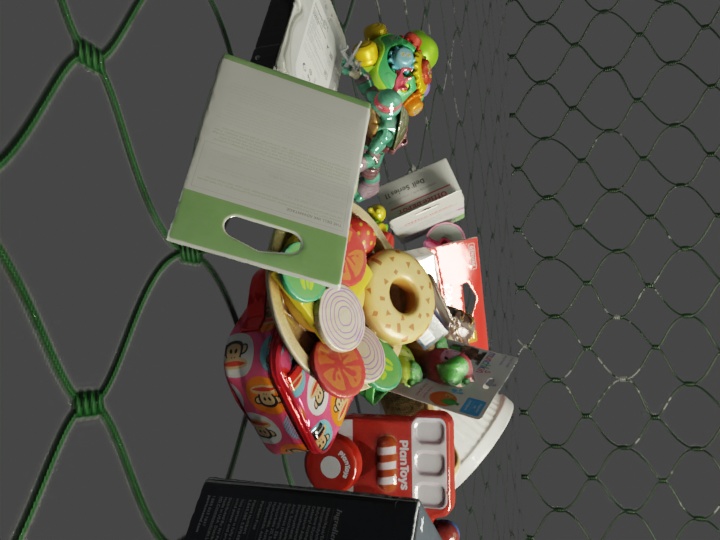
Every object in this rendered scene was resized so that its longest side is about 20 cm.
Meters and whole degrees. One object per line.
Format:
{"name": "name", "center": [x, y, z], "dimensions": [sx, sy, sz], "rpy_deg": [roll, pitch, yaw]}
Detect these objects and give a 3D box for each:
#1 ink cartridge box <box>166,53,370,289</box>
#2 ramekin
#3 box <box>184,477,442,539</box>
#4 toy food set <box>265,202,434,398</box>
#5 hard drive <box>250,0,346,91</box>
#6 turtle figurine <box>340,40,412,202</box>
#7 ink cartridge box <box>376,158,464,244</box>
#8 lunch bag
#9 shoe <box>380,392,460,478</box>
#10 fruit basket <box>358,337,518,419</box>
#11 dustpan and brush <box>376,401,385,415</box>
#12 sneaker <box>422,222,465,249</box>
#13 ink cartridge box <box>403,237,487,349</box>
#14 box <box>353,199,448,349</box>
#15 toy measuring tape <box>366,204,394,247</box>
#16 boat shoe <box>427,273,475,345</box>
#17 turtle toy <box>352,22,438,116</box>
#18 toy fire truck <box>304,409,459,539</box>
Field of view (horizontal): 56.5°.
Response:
{"name": "ink cartridge box", "center": [-0.074, -0.082, 0.581], "dimensions": [0.048, 0.145, 0.201], "rpy_deg": [130, -27, -59]}
{"name": "ramekin", "center": [0.140, 0.255, 1.074], "dimensions": [0.200, 0.105, 0.200], "rpy_deg": [-49, 174, -7]}
{"name": "box", "center": [-0.028, 0.282, 0.579], "dimensions": [0.200, 0.195, 0.124], "rpy_deg": [65, 29, -46]}
{"name": "toy food set", "center": [-0.011, 0.021, 0.639], "dimensions": [0.200, 0.048, 0.198], "rpy_deg": [55, 43, -22]}
{"name": "hard drive", "center": [-0.065, -0.248, 0.778], "dimensions": [0.140, 0.038, 0.201], "rpy_deg": [61, 31, -52]}
{"name": "turtle figurine", "center": [0.009, -0.174, 0.822], "dimensions": [0.200, 0.100, 0.151], "rpy_deg": [105, -6, -68]}
{"name": "ink cartridge box", "center": [0.093, -0.105, 1.016], "dimensions": [0.200, 0.117, 0.068], "rpy_deg": [37, 30, -79]}
{"name": "lunch bag", "center": [-0.063, 0.067, 0.692], "dimensions": [0.200, 0.081, 0.177], "rpy_deg": [-66, 143, -49]}
{"name": "shoe", "center": [0.076, 0.201, 0.885], "dimensions": [0.200, 0.070, 0.054], "rpy_deg": [-115, 180, -46]}
{"name": "fruit basket", "center": [0.080, 0.109, 0.832], "dimensions": [0.185, 0.199, 0.094], "rpy_deg": [-29, 123, -59]}
{"name": "dustpan and brush", "center": [0.042, 0.215, 0.941], "dimensions": [0.200, 0.057, 0.140], "rpy_deg": [52, 5, 13]}
{"name": "sneaker", "center": [0.114, 0.011, 1.104], "dimensions": [0.201, 0.079, 0.095], "rpy_deg": [-61, 177, 14]}
{"name": "ink cartridge box", "center": [0.114, 0.064, 1.024], "dimensions": [0.045, 0.175, 0.201], "rpy_deg": [-130, -151, -69]}
{"name": "box", "center": [0.020, -0.014, 0.798], "dimensions": [0.200, 0.038, 0.137], "rpy_deg": [49, 9, -26]}
{"name": "toy measuring tape", "center": [0.000, 0.000, 0.897], "dimensions": [0.074, 0.073, 0.201], "rpy_deg": [46, 55, -62]}
{"name": "boat shoe", "center": [0.130, 0.081, 0.966], "dimensions": [0.201, 0.072, 0.072], "rpy_deg": [67, -10, -23]}
{"name": "turtle toy", "center": [0.064, -0.315, 1.051], "dimensions": [0.200, 0.100, 0.146], "rpy_deg": [-69, 150, -48]}
{"name": "toy fire truck", "center": [0.031, 0.265, 0.787], "dimensions": [0.112, 0.167, 0.201], "rpy_deg": [11, 77, -69]}
